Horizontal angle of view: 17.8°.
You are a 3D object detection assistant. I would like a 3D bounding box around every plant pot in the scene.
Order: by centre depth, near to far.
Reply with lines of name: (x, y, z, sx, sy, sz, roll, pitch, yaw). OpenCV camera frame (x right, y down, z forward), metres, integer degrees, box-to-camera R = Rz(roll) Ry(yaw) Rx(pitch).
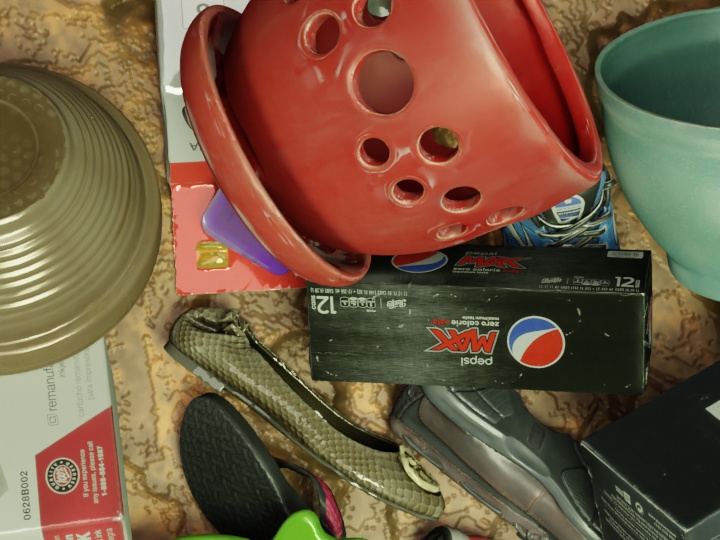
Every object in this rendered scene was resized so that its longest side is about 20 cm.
plant pot: (0.014, -0.098, 1.286, 0.182, 0.200, 0.201, -29, 91, 18)
plant pot: (-0.216, -0.047, 1.325, 0.200, 0.093, 0.201, 1, 63, -1)
plant pot: (0.241, -0.061, 1.364, 0.200, 0.200, 0.134, -7, 116, -5)

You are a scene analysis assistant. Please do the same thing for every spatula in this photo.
spatula: (0.000, 0.000, 1.405, 0.200, 0.021, 0.057, 29, 104, -14)

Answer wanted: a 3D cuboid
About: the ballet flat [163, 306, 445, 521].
ballet flat: (-0.028, 0.084, 1.391, 0.200, 0.067, 0.046, 35, 91, 3)

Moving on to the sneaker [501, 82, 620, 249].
sneaker: (0.119, -0.025, 1.390, 0.078, 0.089, 0.200, -22, 92, -4)

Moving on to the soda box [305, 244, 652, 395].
soda box: (0.071, 0.027, 1.352, 0.199, 0.063, 0.071, 2, 116, 11)

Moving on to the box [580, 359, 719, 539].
box: (0.248, 0.143, 1.330, 0.200, 0.104, 0.182, -29, 128, -17)

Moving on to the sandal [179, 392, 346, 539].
sandal: (-0.038, 0.156, 1.390, 0.200, 0.075, 0.045, 50, 47, 5)

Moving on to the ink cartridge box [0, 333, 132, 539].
ink cartridge box: (-0.239, 0.116, 1.332, 0.199, 0.083, 0.147, -8, 55, -5)

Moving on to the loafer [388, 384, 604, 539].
loafer: (0.104, 0.132, 1.407, 0.200, 0.072, 0.063, 42, 121, 0)

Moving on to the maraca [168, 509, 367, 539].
maraca: (-0.071, 0.214, 1.350, 0.200, 0.107, 0.137, -23, 103, 19)

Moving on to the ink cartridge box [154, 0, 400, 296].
ink cartridge box: (-0.041, -0.089, 1.401, 0.161, 0.050, 0.201, -3, 87, -4)

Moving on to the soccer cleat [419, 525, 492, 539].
soccer cleat: (0.047, 0.258, 1.395, 0.073, 0.068, 0.200, 18, 89, -19)
